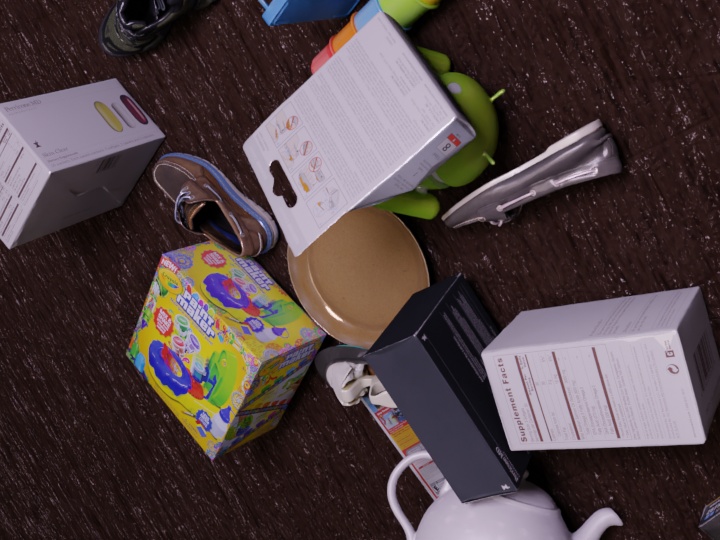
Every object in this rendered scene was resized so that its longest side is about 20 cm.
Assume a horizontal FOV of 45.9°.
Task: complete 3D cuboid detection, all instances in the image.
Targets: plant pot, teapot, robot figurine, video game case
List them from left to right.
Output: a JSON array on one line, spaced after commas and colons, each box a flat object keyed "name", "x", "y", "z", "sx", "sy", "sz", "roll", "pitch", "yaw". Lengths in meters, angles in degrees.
[{"name": "plant pot", "x": 0.000, "y": 0.000, "z": 1.031, "sx": 0.199, "sy": 0.027, "sz": 0.201, "roll": 13, "pitch": 116, "yaw": 29}, {"name": "robot figurine", "x": 0.053, "y": -0.141, "z": 0.879, "sx": 0.199, "sy": 0.116, "sz": 0.176, "roll": 1, "pitch": 79, "yaw": 33}, {"name": "video game case", "x": 0.087, "y": 0.183, "z": 1.059, "sx": 0.143, "sy": 0.017, "sz": 0.200, "roll": -38, "pitch": 88, "yaw": 38}, {"name": "teapot", "x": 0.158, "y": 0.296, "z": 0.981, "sx": 0.197, "sy": 0.200, "sz": 0.147, "roll": 7, "pitch": 79, "yaw": 53}]

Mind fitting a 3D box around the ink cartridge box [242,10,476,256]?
[{"name": "ink cartridge box", "x": -0.007, "y": -0.125, "z": 0.816, "sx": 0.200, "sy": 0.050, "sz": 0.162, "roll": -41, "pitch": 56, "yaw": 20}]

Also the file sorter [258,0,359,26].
[{"name": "file sorter", "x": -0.031, "y": -0.359, "z": 0.828, "sx": 0.123, "sy": 0.139, "sz": 0.200, "roll": 52, "pitch": 128, "yaw": 7}]

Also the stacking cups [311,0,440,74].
[{"name": "stacking cups", "x": 0.024, "y": -0.257, "z": 0.886, "sx": 0.200, "sy": 0.060, "sz": 0.061, "roll": -37, "pitch": 88, "yaw": 40}]

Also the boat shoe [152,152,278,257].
[{"name": "boat shoe", "x": -0.200, "y": -0.086, "z": 1.093, "sx": 0.200, "sy": 0.072, "sz": 0.072, "roll": 32, "pitch": 124, "yaw": 17}]

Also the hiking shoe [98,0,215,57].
[{"name": "hiking shoe", "x": -0.268, "y": -0.314, "z": 1.022, "sx": 0.200, "sy": 0.101, "sz": 0.076, "roll": -21, "pitch": 97, "yaw": 37}]

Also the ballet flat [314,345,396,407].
[{"name": "ballet flat", "x": 0.013, "y": 0.130, "z": 1.027, "sx": 0.199, "sy": 0.068, "sz": 0.068, "roll": -1, "pitch": 118, "yaw": 34}]

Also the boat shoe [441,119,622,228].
[{"name": "boat shoe", "x": 0.170, "y": -0.079, "z": 0.863, "sx": 0.200, "sy": 0.067, "sz": 0.057, "roll": -31, "pitch": 87, "yaw": 34}]

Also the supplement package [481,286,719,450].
[{"name": "supplement package", "x": 0.245, "y": 0.102, "z": 0.859, "sx": 0.199, "sy": 0.117, "sz": 0.118, "roll": -11, "pitch": 104, "yaw": 36}]

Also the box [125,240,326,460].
[{"name": "box", "x": -0.181, "y": 0.097, "z": 1.114, "sx": 0.200, "sy": 0.122, "sz": 0.193, "roll": 44, "pitch": 127, "yaw": 22}]

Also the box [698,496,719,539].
[{"name": "box", "x": 0.462, "y": 0.248, "z": 0.826, "sx": 0.160, "sy": 0.049, "sz": 0.200, "roll": 44, "pitch": 127, "yaw": 12}]

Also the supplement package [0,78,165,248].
[{"name": "supplement package", "x": -0.386, "y": -0.144, "z": 1.108, "sx": 0.111, "sy": 0.200, "sz": 0.156, "roll": 48, "pitch": 127, "yaw": 5}]

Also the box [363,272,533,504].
[{"name": "box", "x": 0.110, "y": 0.127, "z": 0.925, "sx": 0.079, "sy": 0.141, "sz": 0.200, "roll": -27, "pitch": 102, "yaw": 34}]
